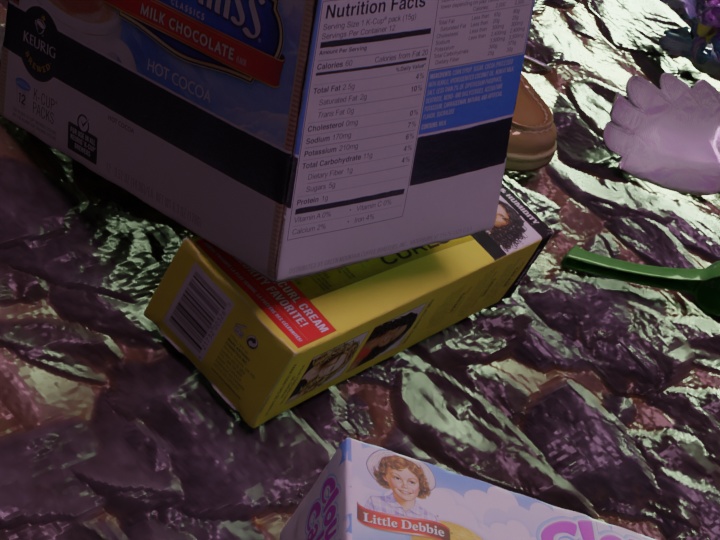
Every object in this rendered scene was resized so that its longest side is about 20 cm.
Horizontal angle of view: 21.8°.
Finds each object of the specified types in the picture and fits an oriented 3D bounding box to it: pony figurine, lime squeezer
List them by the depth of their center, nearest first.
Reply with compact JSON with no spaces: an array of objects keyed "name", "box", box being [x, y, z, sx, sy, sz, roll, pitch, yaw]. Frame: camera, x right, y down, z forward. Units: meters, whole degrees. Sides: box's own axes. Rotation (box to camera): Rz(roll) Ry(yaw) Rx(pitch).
[{"name":"lime squeezer","box":[0.202,0.034,0.958,0.200,0.038,0.071,39,37,10]},{"name":"pony figurine","box":[0.238,-0.116,1.089,0.193,0.167,0.200,27,20,-19]}]

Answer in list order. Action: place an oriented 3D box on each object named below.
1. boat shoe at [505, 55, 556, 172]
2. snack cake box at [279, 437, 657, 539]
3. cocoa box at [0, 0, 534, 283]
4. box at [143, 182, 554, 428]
[{"name":"boat shoe","box":[0.034,-0.132,1.010,0.200,0.063,0.073,43,37,15]},{"name":"snack cake box","box":[0.070,0.150,0.698,0.200,0.067,0.115,20,38,-16]},{"name":"cocoa box","box":[-0.044,-0.102,0.803,0.133,0.131,0.200,-15,34,-42]},{"name":"box","box":[0.000,0.000,0.839,0.075,0.050,0.200,46,38,18]}]
